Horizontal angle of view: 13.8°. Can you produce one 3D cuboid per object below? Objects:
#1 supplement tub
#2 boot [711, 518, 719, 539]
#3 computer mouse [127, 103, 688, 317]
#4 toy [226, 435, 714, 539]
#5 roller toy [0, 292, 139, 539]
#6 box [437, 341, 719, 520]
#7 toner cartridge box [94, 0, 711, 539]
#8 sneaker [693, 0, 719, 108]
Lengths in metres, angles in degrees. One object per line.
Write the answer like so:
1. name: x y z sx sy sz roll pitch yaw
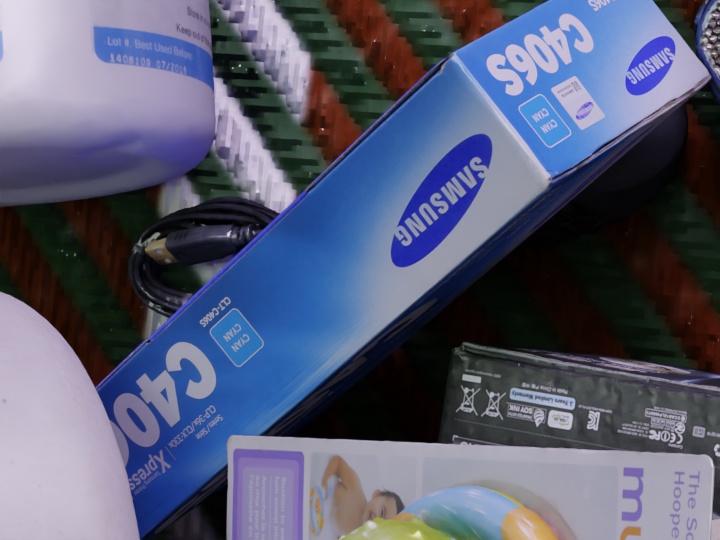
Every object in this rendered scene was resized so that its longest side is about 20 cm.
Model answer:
1. supplement tub: -0.114 -0.127 0.914 0.131 0.132 0.201 -8 80 32
2. boot: 0.119 0.141 0.675 0.154 0.072 0.201 -19 76 32
3. computer mouse: 0.007 -0.022 0.885 0.199 0.034 0.059 -19 77 31
4. toy: 0.004 0.099 0.710 0.200 0.047 0.116 -3 85 59
5. roller toy: -0.150 0.098 0.806 0.200 0.139 0.183 -21 74 61
6. box: 0.116 0.114 0.770 0.199 0.086 0.165 8 90 33
7. toner cartridge box: 0.000 0.000 0.822 0.043 0.095 0.200 51 128 4
8. sneaker: 0.164 -0.026 0.757 0.200 0.078 0.076 34 103 30
